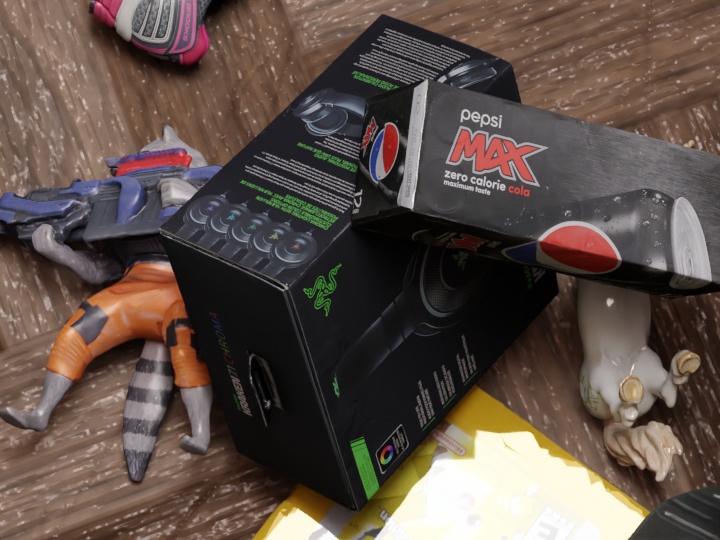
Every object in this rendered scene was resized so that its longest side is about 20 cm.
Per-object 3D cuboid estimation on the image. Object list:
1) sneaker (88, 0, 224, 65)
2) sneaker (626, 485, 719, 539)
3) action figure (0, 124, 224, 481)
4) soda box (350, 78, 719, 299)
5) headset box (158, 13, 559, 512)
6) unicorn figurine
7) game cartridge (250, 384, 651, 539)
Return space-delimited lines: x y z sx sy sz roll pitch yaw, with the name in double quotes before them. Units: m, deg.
"sneaker" -0.077 -0.211 1.548 0.075 0.081 0.200 35 82 -3
"sneaker" 0.167 0.193 1.405 0.076 0.115 0.199 27 41 30
"action figure" -0.138 0.009 1.475 0.199 0.105 0.194 1 61 28
"soda box" 0.098 -0.038 1.311 0.199 0.063 0.071 12 78 -27
"headset box" 0.000 0.000 1.385 0.093 0.175 0.200 24 55 34
"unicorn figurine" 0.146 0.011 1.447 0.074 0.137 0.201 12 85 -6
"game cartridge" 0.037 0.165 1.433 0.176 0.032 0.200 35 74 12
